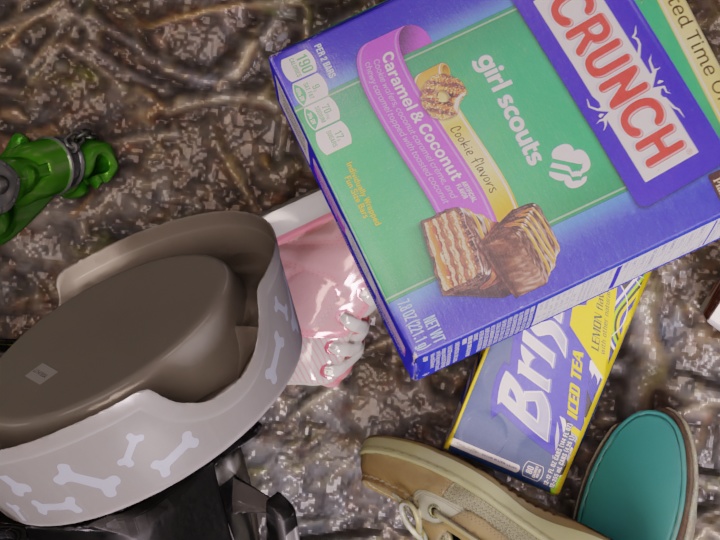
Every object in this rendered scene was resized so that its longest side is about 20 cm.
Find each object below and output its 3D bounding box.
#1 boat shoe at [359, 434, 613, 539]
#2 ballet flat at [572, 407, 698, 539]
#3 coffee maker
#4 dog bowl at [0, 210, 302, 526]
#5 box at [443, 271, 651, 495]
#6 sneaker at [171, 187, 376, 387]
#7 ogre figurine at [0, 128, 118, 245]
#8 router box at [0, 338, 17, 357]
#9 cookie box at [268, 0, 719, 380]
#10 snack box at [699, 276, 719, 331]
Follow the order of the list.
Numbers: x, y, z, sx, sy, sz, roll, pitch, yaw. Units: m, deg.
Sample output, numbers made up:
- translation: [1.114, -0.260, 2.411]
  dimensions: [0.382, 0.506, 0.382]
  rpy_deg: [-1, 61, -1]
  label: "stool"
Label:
- translation: [0.073, 0.149, 1.048]
  dimensions: [0.200, 0.073, 0.063]
  rpy_deg: [26, 81, 27]
  label: "boat shoe"
- translation: [0.146, 0.174, 1.076]
  dimensions: [0.067, 0.062, 0.200]
  rpy_deg: [7, 74, 23]
  label: "ballet flat"
- translation: [-0.120, 0.197, 1.034]
  dimensions: [0.192, 0.135, 0.200]
  rpy_deg: [-22, 108, -29]
  label: "coffee maker"
- translation: [-0.118, 0.050, 0.985]
  dimensions: [0.200, 0.200, 0.059]
  rpy_deg: [-25, 113, 8]
  label: "dog bowl"
- translation: [0.114, 0.014, 1.068]
  dimensions: [0.070, 0.064, 0.200]
  rpy_deg: [22, 97, 5]
  label: "box"
- translation: [0.000, 0.000, 1.075]
  dimensions: [0.200, 0.075, 0.105]
  rpy_deg: [-24, 91, 12]
  label: "sneaker"
- translation: [-0.240, -0.031, 1.077]
  dimensions: [0.200, 0.120, 0.098]
  rpy_deg: [2, 95, 6]
  label: "ogre figurine"
- translation: [-0.242, 0.114, 1.117]
  dimensions: [0.200, 0.062, 0.150]
  rpy_deg: [2, 95, 7]
  label: "router box"
- translation: [0.080, -0.066, 0.987]
  dimensions: [0.200, 0.075, 0.171]
  rpy_deg: [-25, 80, -4]
  label: "cookie box"
- translation: [0.244, -0.054, 1.042]
  dimensions: [0.024, 0.072, 0.200]
  rpy_deg: [33, 97, 4]
  label: "snack box"
